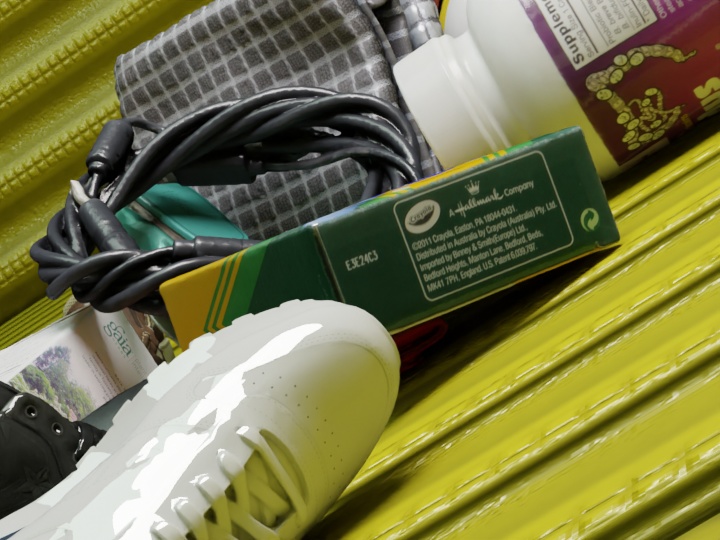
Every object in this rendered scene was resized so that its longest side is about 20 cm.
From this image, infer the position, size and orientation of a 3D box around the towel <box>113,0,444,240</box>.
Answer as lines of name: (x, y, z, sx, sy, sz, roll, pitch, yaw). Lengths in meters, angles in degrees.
towel: (-0.038, -0.071, 1.170, 0.199, 0.167, 0.085, -25, -11, 40)

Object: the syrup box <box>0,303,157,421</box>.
syrup box: (-0.164, 0.092, 1.007, 0.081, 0.079, 0.200, -26, 10, 28)

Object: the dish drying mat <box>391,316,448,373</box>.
dish drying mat: (-0.038, 0.054, 0.931, 0.076, 0.018, 0.200, -26, 3, -29)

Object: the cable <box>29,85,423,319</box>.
cable: (-0.062, -0.032, 1.051, 0.198, 0.051, 0.163, 6, 36, 28)

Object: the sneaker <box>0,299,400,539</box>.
sneaker: (-0.059, 0.086, 0.675, 0.200, 0.077, 0.080, -40, 20, -14)

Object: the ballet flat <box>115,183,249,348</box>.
ballet flat: (-0.065, 0.015, 1.101, 0.067, 0.071, 0.200, -6, 23, -33)

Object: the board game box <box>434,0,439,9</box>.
board game box: (0.024, -0.118, 1.271, 0.019, 0.202, 0.103, 8, 2, -9)

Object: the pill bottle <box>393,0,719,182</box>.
pill bottle: (0.118, -0.109, 0.978, 0.199, 0.113, 0.112, -32, 7, 10)

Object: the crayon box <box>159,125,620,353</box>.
crayon box: (0.000, 0.000, 0.906, 0.125, 0.052, 0.200, -21, 0, -27)

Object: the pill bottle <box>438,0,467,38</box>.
pill bottle: (0.096, -0.132, 1.239, 0.111, 0.112, 0.200, -34, 6, -3)

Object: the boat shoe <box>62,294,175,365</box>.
boat shoe: (-0.147, 0.047, 1.240, 0.074, 0.075, 0.202, -23, 6, -3)

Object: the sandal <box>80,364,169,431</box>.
sandal: (-0.124, 0.093, 0.826, 0.199, 0.076, 0.045, -31, 36, -14)

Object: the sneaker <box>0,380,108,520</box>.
sneaker: (-0.101, 0.072, 0.760, 0.199, 0.105, 0.060, -38, 8, -32)
